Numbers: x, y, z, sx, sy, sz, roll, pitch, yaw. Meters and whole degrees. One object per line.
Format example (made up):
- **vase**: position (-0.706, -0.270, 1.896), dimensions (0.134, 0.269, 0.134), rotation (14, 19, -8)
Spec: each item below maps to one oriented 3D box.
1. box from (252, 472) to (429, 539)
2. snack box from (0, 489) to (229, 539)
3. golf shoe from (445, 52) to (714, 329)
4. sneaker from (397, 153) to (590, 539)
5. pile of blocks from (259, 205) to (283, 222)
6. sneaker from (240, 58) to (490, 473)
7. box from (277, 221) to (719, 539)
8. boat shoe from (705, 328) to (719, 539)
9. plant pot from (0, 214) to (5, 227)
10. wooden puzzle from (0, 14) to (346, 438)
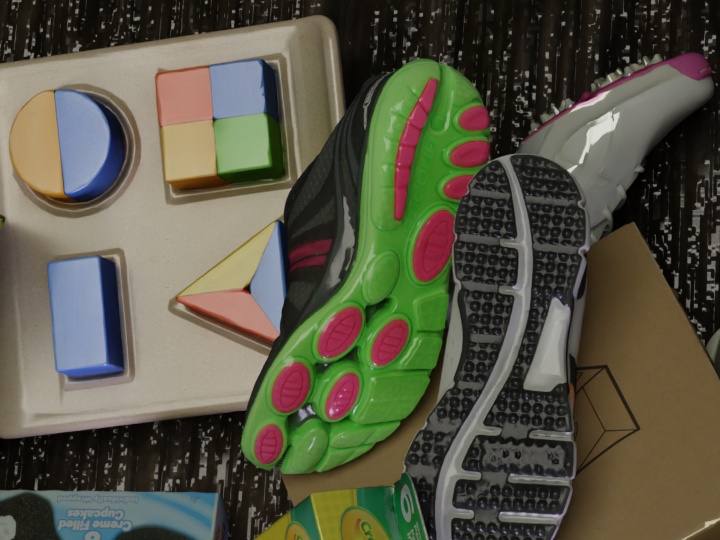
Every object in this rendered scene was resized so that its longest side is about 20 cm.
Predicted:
- **box**: position (-0.021, 0.172, 1.119), dimensions (0.200, 0.048, 0.117), rotation (-42, 58, 50)
- **snack box**: position (-0.169, 0.164, 1.256), dimensions (0.200, 0.037, 0.116), rotation (0, 58, 8)
- **golf shoe**: position (0.095, -0.027, 1.252), dimensions (0.200, 0.075, 0.092), rotation (-35, 85, 6)
- **sneaker**: position (0.066, 0.054, 1.131), dimensions (0.074, 0.080, 0.200), rotation (11, 80, 10)
- **pile of blocks**: position (-0.046, -0.005, 1.282), dimensions (0.082, 0.062, 0.200), rotation (-19, 71, 10)
- **sneaker**: position (0.000, 0.000, 1.182), dimensions (0.077, 0.084, 0.200), rotation (23, 92, -24)
- **box**: position (0.070, 0.088, 1.158), dimensions (0.200, 0.021, 0.164), rotation (-30, 51, 7)
- **boat shoe**: position (0.180, 0.091, 1.149), dimensions (0.072, 0.060, 0.202), rotation (23, 51, -13)
- **plant pot**: position (-0.287, 0.044, 1.212), dimensions (0.200, 0.200, 0.193), rotation (15, 91, 19)
- **wooden puzzle**: position (-0.100, -0.022, 1.245), dimensions (0.200, 0.046, 0.185), rotation (-8, 81, 15)
